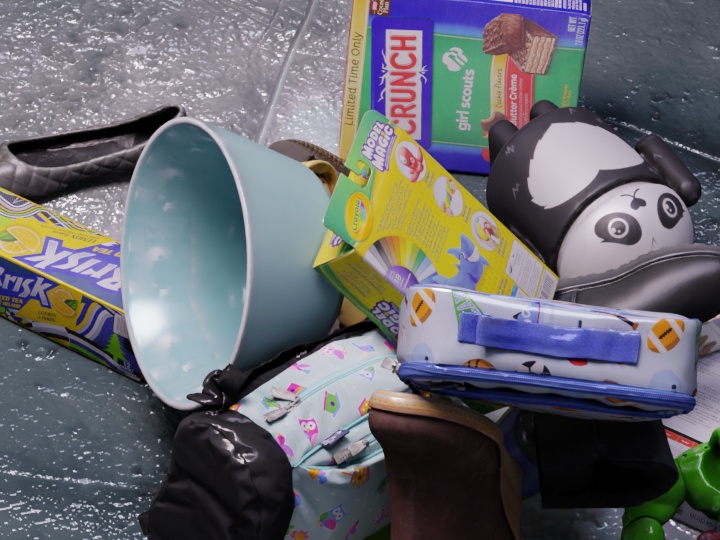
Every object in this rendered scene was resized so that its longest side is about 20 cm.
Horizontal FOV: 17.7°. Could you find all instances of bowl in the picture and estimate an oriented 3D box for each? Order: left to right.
[{"bbox_3d":[-0.080,-0.005,1.605,0.104,0.202,0.201,0,38,-30],"label":"bowl"}]

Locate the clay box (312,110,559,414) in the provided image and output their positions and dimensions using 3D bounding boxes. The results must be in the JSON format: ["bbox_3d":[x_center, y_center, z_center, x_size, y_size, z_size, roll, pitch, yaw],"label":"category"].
[{"bbox_3d":[0.046,-0.006,1.583,0.200,0.047,0.115,42,48,-24],"label":"clay box"}]

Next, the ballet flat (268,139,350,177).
[{"bbox_3d":[0.002,-0.050,1.880,0.199,0.068,0.046,31,14,30],"label":"ballet flat"}]

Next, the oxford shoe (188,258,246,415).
[{"bbox_3d":[-0.075,0.052,1.711,0.084,0.073,0.202,11,69,-4],"label":"oxford shoe"}]

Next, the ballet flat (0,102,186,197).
[{"bbox_3d":[-0.237,-0.103,1.903,0.198,0.057,0.067,-12,43,-21],"label":"ballet flat"}]

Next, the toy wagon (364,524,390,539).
[{"bbox_3d":[-0.036,0.221,1.567,0.199,0.040,0.155,-24,49,-32],"label":"toy wagon"}]

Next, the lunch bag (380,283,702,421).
[{"bbox_3d":[0.113,0.053,1.459,0.198,0.076,0.160,6,-4,-1],"label":"lunch bag"}]

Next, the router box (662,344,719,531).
[{"bbox_3d":[0.310,0.131,1.708,0.199,0.049,0.180,24,43,20],"label":"router box"}]

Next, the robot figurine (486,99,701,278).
[{"bbox_3d":[0.179,-0.052,1.845,0.124,0.151,0.200,25,20,-47],"label":"robot figurine"}]

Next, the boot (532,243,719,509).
[{"bbox_3d":[0.194,0.073,1.589,0.164,0.066,0.201,-16,32,11],"label":"boot"}]

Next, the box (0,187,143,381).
[{"bbox_3d":[-0.231,0.006,1.772,0.199,0.065,0.070,24,44,19],"label":"box"}]

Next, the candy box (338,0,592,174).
[{"bbox_3d":[0.086,-0.172,1.940,0.198,0.170,0.077,6,36,1],"label":"candy box"}]

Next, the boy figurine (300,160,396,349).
[{"bbox_3d":[0.000,0.000,1.718,0.124,0.064,0.201,-37,98,-37],"label":"boy figurine"}]

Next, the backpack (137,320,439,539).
[{"bbox_3d":[-0.035,0.125,1.547,0.199,0.167,0.127,-27,69,-39],"label":"backpack"}]

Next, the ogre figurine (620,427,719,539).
[{"bbox_3d":[0.261,0.171,1.580,0.199,0.098,0.121,-18,75,13],"label":"ogre figurine"}]

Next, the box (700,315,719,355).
[{"bbox_3d":[0.262,0.036,1.742,0.199,0.039,0.042,-14,47,-26],"label":"box"}]

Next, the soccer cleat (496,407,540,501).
[{"bbox_3d":[0.133,0.109,1.699,0.065,0.084,0.200,45,28,-1],"label":"soccer cleat"}]

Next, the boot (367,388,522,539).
[{"bbox_3d":[0.045,0.177,1.474,0.072,0.200,0.168,8,71,31],"label":"boot"}]
